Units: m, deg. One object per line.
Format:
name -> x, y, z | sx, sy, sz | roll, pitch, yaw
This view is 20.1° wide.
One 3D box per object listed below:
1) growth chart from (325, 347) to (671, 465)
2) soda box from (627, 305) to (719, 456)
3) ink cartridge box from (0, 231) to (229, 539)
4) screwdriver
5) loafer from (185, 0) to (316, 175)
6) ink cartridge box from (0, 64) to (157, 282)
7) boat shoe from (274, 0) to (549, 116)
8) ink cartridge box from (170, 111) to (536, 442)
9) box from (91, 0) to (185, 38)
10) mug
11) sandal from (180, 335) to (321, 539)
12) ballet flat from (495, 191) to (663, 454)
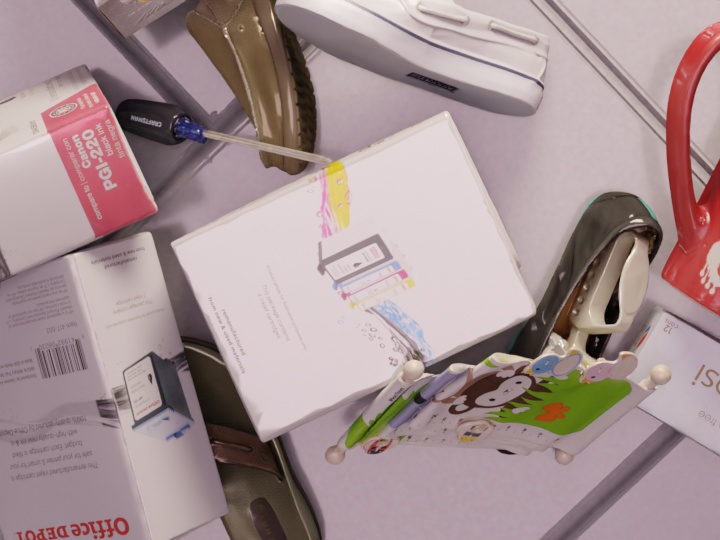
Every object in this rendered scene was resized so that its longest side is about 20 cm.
growth chart -> 0.092, 0.090, 1.330 | 0.199, 0.145, 0.018 | 4, 56, -23
soda box -> 0.273, 0.103, 1.389 | 0.200, 0.064, 0.068 | 30, 95, 1
ink cartridge box -> -0.190, 0.090, 1.369 | 0.146, 0.086, 0.201 | -13, 95, 38
screwdriver -> -0.094, -0.086, 1.356 | 0.200, 0.028, 0.029 | 21, 73, 41
loafer -> -0.080, -0.158, 1.387 | 0.067, 0.076, 0.201 | -15, 81, 9
ink cartridge box -> -0.249, -0.050, 1.342 | 0.200, 0.146, 0.085 | -26, 111, -5
boat shoe -> 0.037, -0.164, 1.368 | 0.200, 0.074, 0.066 | 20, 79, -25
ink cartridge box -> 0.000, 0.000, 1.353 | 0.200, 0.147, 0.145 | -25, 92, 4
box -> -0.114, -0.272, 1.357 | 0.200, 0.048, 0.159 | -31, 62, 5
mug -> 0.277, -0.066, 1.353 | 0.177, 0.133, 0.200 | 30, 99, 8
sandal -> -0.091, 0.133, 1.403 | 0.080, 0.057, 0.201 | -30, 94, 23
ballet flat -> 0.147, 0.041, 1.381 | 0.068, 0.068, 0.201 | 19, 96, -35
